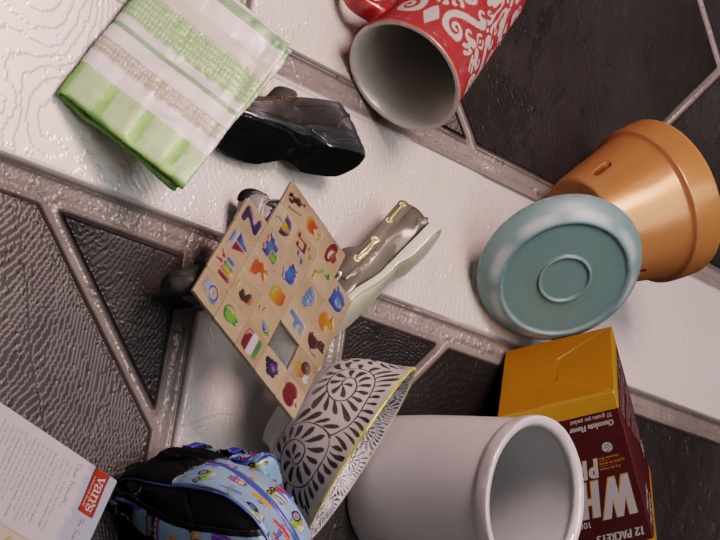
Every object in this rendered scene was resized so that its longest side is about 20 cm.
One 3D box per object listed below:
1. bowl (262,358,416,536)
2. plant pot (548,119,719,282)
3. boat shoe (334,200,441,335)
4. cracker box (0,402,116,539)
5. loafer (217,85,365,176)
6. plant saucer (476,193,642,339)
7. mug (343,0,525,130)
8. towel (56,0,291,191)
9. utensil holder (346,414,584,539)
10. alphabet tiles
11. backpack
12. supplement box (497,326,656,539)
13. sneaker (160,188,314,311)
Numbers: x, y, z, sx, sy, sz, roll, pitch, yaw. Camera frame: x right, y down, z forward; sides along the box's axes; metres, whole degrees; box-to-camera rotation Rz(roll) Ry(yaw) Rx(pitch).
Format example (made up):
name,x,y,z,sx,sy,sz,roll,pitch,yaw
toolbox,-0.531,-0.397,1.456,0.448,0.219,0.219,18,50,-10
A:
name,x,y,z,sx,sy,sz,roll,pitch,yaw
bowl,-0.036,0.158,1.552,0.202,0.094,0.201,-57,171,-14
plant pot,0.321,-0.067,1.911,0.139,0.199,0.202,-22,105,-28
boat shoe,-0.001,0.001,1.644,0.060,0.072,0.201,43,63,12
cracker box,-0.312,0.189,1.306,0.200,0.057,0.135,42,60,-36
loafer,-0.083,-0.149,1.566,0.199,0.073,0.073,14,54,-45
plant saucer,0.233,0.004,1.816,0.201,0.199,0.028,51,13,-32
mug,0.084,-0.281,1.698,0.200,0.132,0.179,-51,125,-39
towel,-0.171,-0.185,1.460,0.149,0.031,0.201,38,60,-6
utensil holder,0.109,0.234,1.651,0.169,0.199,0.172,2,88,-46
alphabet tiles,-0.075,0.014,1.502,0.168,0.007,0.201,54,40,-26
backpack,-0.114,0.251,1.412,0.134,0.199,0.185,-24,105,-44
supplement box,0.249,0.204,1.792,0.197,0.131,0.202,-67,142,-70
sneaker,-0.123,-0.022,1.516,0.199,0.074,0.117,2,79,-54
